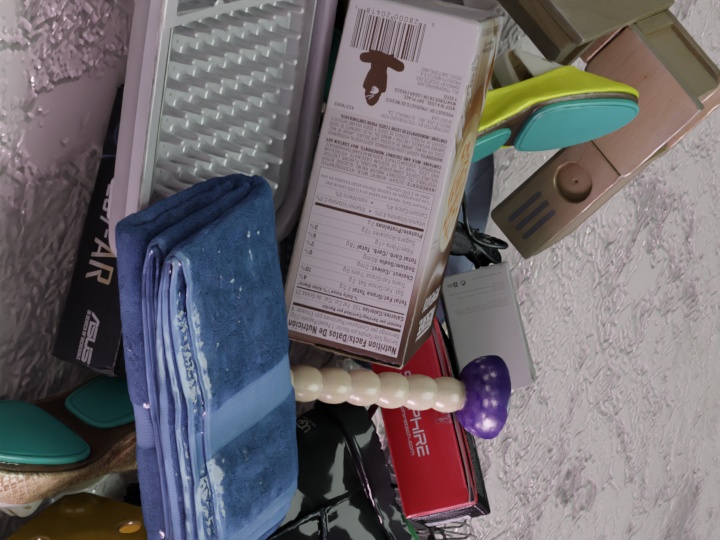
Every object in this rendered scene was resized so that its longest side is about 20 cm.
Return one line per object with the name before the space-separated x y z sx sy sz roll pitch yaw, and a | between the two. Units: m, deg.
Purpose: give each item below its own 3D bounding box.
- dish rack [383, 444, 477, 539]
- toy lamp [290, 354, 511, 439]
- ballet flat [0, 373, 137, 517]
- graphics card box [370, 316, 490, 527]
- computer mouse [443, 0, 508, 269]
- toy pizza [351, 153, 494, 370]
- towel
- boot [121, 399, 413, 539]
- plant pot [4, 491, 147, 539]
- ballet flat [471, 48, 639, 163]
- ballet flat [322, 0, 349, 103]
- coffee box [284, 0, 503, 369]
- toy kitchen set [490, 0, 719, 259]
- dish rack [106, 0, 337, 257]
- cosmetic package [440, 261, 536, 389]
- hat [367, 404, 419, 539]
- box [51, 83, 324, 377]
dish rack | 0.045 0.224 1.622 0.200 0.055 0.154 -117 -147 -64
toy lamp | -0.012 0.069 1.310 0.200 0.058 0.058 6 106 -21
ballet flat | -0.169 0.102 1.234 0.200 0.070 0.065 -11 131 -57
graphics card box | 0.046 0.101 1.467 0.200 0.051 0.126 47 29 -80
computer mouse | 0.047 -0.102 1.477 0.110 0.044 0.200 13 67 -55
toy pizza | 0.032 -0.028 1.568 0.200 0.032 0.200 -41 141 -43
towel | -0.073 0.056 1.174 0.112 0.049 0.200 -34 126 -51
boot | -0.051 0.182 1.405 0.162 0.073 0.198 -27 117 -18
plant pot | -0.140 0.241 1.255 0.194 0.195 0.200 -36 129 -49
ballet flat | 0.087 -0.104 1.418 0.200 0.067 0.067 -18 161 -29
ballet flat | -0.033 -0.167 1.334 0.200 0.069 0.063 61 25 -60
coffee box | 0.018 -0.056 1.296 0.114 0.080 0.200 -39 142 -76
toy kitchen set | 0.111 -0.134 1.551 0.180 0.200 0.163 -43 172 31
dish rack | -0.077 -0.100 1.199 0.172 0.044 0.200 -24 127 -57
cosmetic package | 0.086 0.042 1.518 0.200 0.051 0.083 30 46 -85
hat | -0.052 0.183 1.562 0.200 0.176 0.166 -5 116 -19
box | -0.090 -0.022 1.321 0.200 0.044 0.160 1 106 -62
